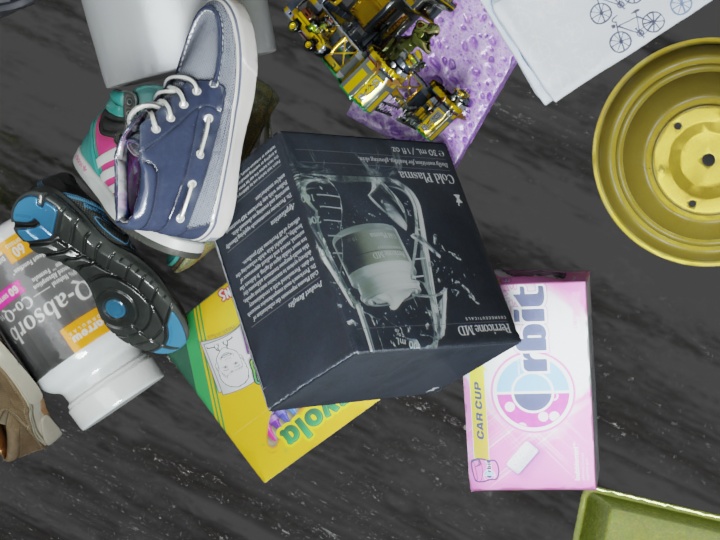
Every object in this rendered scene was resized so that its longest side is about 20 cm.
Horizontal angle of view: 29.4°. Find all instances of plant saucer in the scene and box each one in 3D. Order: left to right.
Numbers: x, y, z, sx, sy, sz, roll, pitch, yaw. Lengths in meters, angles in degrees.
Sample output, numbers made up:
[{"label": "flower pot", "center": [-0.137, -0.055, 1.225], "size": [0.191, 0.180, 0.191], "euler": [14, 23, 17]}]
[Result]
[{"label": "plant saucer", "center": [0.285, 0.303, 1.244], "size": [0.200, 0.048, 0.200], "euler": [12, 101, 12]}]

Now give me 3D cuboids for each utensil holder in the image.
[{"label": "utensil holder", "center": [-0.172, -0.274, 1.203], "size": [0.170, 0.170, 0.200], "euler": [-10, 98, 15]}]

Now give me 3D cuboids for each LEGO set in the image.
[{"label": "LEGO set", "center": [0.037, -0.201, 1.130], "size": [0.116, 0.200, 0.154], "euler": [-43, 62, 15]}]

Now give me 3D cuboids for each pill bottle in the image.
[{"label": "pill bottle", "center": [-0.281, 0.044, 1.306], "size": [0.116, 0.116, 0.200], "euler": [-35, 89, 16]}]

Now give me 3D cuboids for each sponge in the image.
[{"label": "sponge", "center": [0.083, -0.198, 1.223], "size": [0.112, 0.030, 0.200], "euler": [32, 104, 7]}]

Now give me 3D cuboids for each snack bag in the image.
[{"label": "snack bag", "center": [0.185, -0.272, 1.166], "size": [0.188, 0.021, 0.200], "euler": [-32, 87, 3]}]

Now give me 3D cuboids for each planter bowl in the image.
[{"label": "planter bowl", "center": [0.295, -0.096, 1.160], "size": [0.200, 0.083, 0.201], "euler": [2, 100, 13]}]

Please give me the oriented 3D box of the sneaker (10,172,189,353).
[{"label": "sneaker", "center": [-0.224, -0.011, 1.256], "size": [0.073, 0.082, 0.200], "euler": [-35, 105, 25]}]

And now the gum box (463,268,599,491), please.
[{"label": "gum box", "center": [0.152, 0.093, 1.232], "size": [0.113, 0.066, 0.200], "euler": [-2, 98, 13]}]

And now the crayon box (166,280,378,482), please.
[{"label": "crayon box", "center": [-0.061, 0.071, 1.286], "size": [0.200, 0.058, 0.173], "euler": [-38, 89, 17]}]

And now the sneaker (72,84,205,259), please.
[{"label": "sneaker", "center": [-0.183, -0.105, 1.245], "size": [0.200, 0.084, 0.121], "euler": [43, 114, 39]}]

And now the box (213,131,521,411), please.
[{"label": "box", "center": [0.000, 0.000, 1.147], "size": [0.124, 0.200, 0.197], "euler": [-34, 67, 41]}]

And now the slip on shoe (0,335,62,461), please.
[{"label": "slip on shoe", "center": [-0.341, 0.118, 1.299], "size": [0.061, 0.200, 0.076], "euler": [-34, 64, -17]}]

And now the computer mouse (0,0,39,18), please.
[{"label": "computer mouse", "center": [-0.364, -0.288, 1.312], "size": [0.200, 0.053, 0.139], "euler": [-7, 99, 27]}]

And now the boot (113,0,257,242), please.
[{"label": "boot", "center": [-0.141, -0.125, 1.088], "size": [0.073, 0.090, 0.200], "euler": [3, 88, 47]}]

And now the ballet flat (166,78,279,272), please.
[{"label": "ballet flat", "center": [-0.124, -0.084, 1.279], "size": [0.071, 0.071, 0.200], "euler": [22, 105, 10]}]
